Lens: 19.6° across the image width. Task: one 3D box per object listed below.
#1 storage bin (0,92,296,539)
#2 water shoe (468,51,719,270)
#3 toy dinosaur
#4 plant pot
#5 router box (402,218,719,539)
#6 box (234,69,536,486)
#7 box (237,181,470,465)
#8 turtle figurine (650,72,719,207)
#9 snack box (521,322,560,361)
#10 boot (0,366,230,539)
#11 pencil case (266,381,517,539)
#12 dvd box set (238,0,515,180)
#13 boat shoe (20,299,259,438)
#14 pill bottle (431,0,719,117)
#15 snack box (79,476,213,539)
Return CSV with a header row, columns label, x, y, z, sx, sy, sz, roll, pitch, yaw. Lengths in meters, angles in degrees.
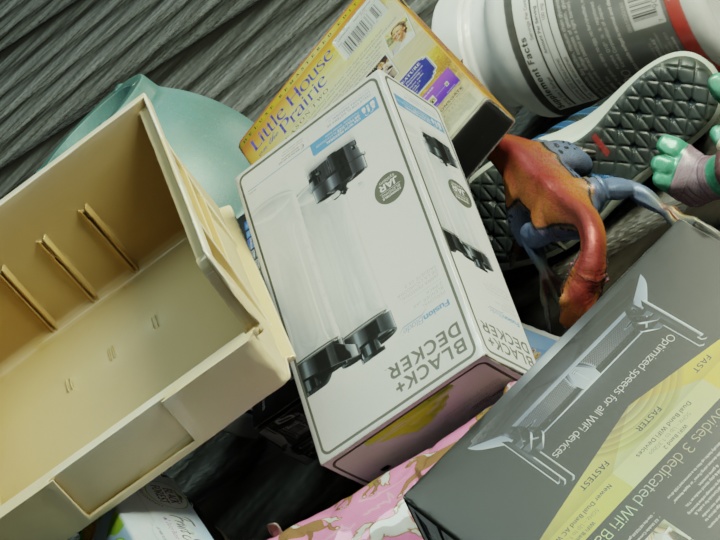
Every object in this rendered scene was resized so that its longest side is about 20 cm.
label,x,y,z,sx,sy,sz,roll,pitch,yaw
storage bin,-0.154,0.036,1.130,0.199,0.094,0.199,-35,33,5
water shoe,0.145,-0.064,1.318,0.199,0.072,0.079,-32,-3,13
toy dinosaur,0.102,-0.030,1.191,0.105,0.199,0.181,-55,-5,5
plant pot,-0.164,-0.062,1.592,0.200,0.134,0.201,-41,15,14
router box,0.144,0.087,0.955,0.200,0.052,0.157,-43,49,-16
box,0.013,0.004,1.140,0.116,0.060,0.201,-34,53,23
box,0.000,0.000,1.287,0.157,0.050,0.201,-37,36,23
turtle figurine,0.251,-0.082,1.136,0.149,0.101,0.200,-30,11,-25
snack box,0.066,0.058,1.226,0.072,0.024,0.200,-43,24,-12
boot,-0.157,0.123,1.253,0.073,0.151,0.200,-39,23,-8
pencil case,0.022,0.137,1.072,0.199,0.083,0.087,-30,68,14
dvd box set,0.004,-0.084,1.281,0.147,0.029,0.200,-50,33,9
boat shoe,-0.128,0.040,1.304,0.068,0.199,0.073,-60,29,-5
pill bottle,0.154,-0.169,1.396,0.199,0.116,0.116,-14,31,32
snack box,-0.108,0.203,1.066,0.200,0.053,0.143,-142,64,-66
